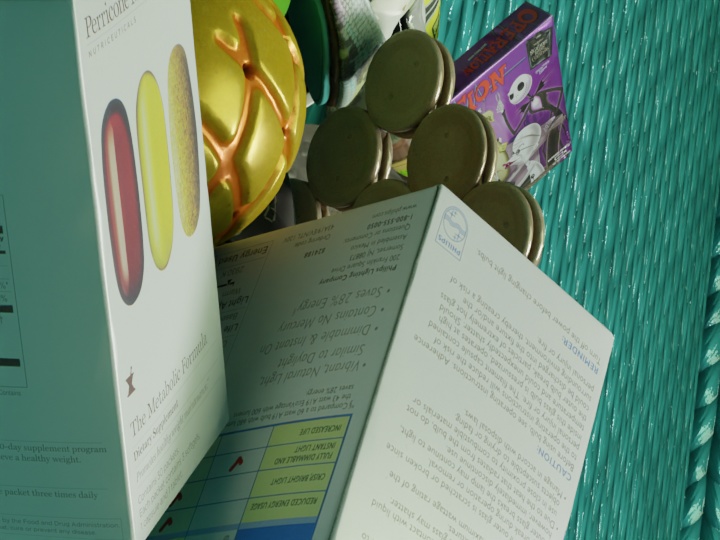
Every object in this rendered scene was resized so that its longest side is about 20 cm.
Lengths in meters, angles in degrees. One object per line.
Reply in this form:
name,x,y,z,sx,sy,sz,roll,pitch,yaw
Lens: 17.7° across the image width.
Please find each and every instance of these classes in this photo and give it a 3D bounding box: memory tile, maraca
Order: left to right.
maraca,-0.071,-0.076,0.990,0.200,0.107,0.138,-46,150,-60
memory tile,0.000,0.000,1.094,0.017,0.200,0.154,14,37,-43

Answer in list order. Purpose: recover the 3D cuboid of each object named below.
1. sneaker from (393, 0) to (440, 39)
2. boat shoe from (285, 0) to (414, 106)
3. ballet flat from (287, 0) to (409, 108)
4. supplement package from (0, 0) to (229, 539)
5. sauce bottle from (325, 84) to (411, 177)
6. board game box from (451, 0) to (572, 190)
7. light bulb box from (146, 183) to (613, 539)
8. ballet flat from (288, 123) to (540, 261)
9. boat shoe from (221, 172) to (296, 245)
sneaker,0.014,-0.181,1.388,0.076,0.075,0.201,-75,172,-61
boat shoe,-0.028,-0.137,1.237,0.066,0.074,0.199,58,38,-15
ballet flat,-0.010,-0.157,1.087,0.200,0.071,0.069,73,-10,-48
supplement package,-0.121,-0.016,0.820,0.114,0.109,0.201,-57,146,-63
sauce bottle,0.036,-0.049,1.316,0.200,0.064,0.065,57,38,-58
board game box,0.050,-0.061,1.407,0.200,0.032,0.120,-41,138,-22
light bulb box,-0.024,0.095,0.947,0.125,0.198,0.201,38,55,-32
ballet flat,0.014,-0.029,1.225,0.200,0.046,0.068,14,67,-40
boat shoe,-0.073,0.017,1.088,0.057,0.067,0.201,59,40,-72
